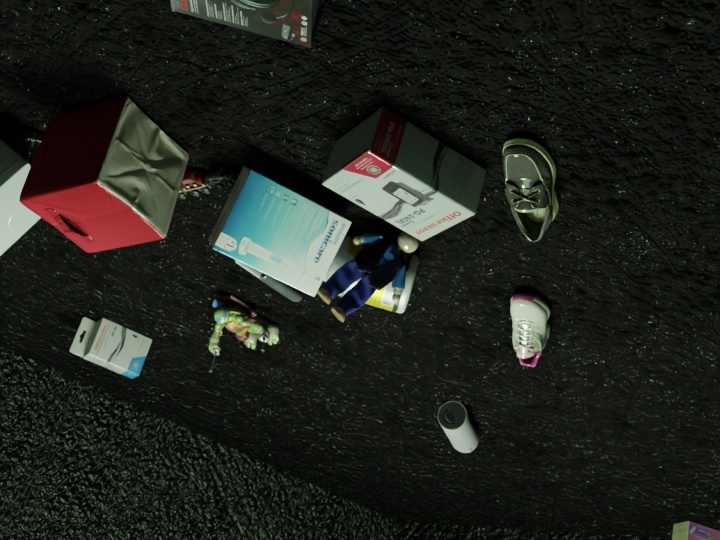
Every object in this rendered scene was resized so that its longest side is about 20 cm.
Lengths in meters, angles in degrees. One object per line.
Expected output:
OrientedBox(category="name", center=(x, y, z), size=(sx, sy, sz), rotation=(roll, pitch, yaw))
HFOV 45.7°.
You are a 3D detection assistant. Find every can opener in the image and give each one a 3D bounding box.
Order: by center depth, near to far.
OrientedBox(category="can opener", center=(-0.177, 0.000, 1.754), size=(0.066, 0.054, 0.199), rotation=(-7, 147, 42))

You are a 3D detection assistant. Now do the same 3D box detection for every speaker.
OrientedBox(category="speaker", center=(0.267, 0.428, 2.327), size=(0.080, 0.082, 0.201), rotation=(5, 152, 22))

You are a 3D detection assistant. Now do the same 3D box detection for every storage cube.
OrientedBox(category="storage cube", center=(-0.418, -0.157, 1.417), size=(0.178, 0.202, 0.171), rotation=(-7, 146, 29))

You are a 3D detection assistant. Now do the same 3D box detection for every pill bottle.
OrientedBox(category="pill bottle", center=(0.000, 0.000, 1.575), size=(0.197, 0.113, 0.112), rotation=(17, 155, 1))

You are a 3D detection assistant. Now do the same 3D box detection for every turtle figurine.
OrientedBox(category="turtle figurine", center=(-0.279, 0.170, 2.025), size=(0.201, 0.144, 0.193), rotation=(52, -168, 26))

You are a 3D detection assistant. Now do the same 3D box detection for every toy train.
OrientedBox(category="toy train", center=(-0.295, -0.157, 1.525), size=(0.198, 0.034, 0.046), rotation=(-6, 144, 39))

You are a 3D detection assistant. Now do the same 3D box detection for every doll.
OrientedBox(category="doll", center=(0.024, 0.003, 1.495), size=(0.137, 0.200, 0.048), rotation=(50, 171, -4))

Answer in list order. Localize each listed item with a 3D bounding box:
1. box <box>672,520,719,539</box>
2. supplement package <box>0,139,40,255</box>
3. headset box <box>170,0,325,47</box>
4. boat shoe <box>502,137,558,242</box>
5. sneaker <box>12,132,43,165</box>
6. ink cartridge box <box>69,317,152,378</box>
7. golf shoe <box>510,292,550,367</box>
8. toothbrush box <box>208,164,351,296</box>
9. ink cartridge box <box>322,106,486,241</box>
OrientedBox(category="box", center=(1.078, 0.916, 2.690), size=(0.174, 0.202, 0.097), rotation=(19, 156, -4))
OrientedBox(category="supplement package", center=(-0.695, -0.161, 1.546), size=(0.199, 0.151, 0.152), rotation=(37, 160, 15))
OrientedBox(category="headset box", center=(-0.139, -0.353, 0.975), size=(0.197, 0.078, 0.149), rotation=(15, 155, 0))
OrientedBox(category="boat shoe", center=(0.248, -0.112, 1.244), size=(0.071, 0.067, 0.201), rotation=(5, 153, 24))
OrientedBox(category="sneaker", center=(-0.562, -0.183, 1.591), size=(0.079, 0.075, 0.199), rotation=(-7, 146, 44))
OrientedBox(category="ink cartridge box", center=(-0.715, 0.216, 2.453), size=(0.198, 0.117, 0.068), rotation=(28, 152, -25))
OrientedBox(category="golf shoe", center=(0.324, 0.115, 1.638), size=(0.074, 0.093, 0.201), rotation=(6, 152, 24))
OrientedBox(category="toothbrush box", center=(-0.138, -0.067, 1.459), size=(0.198, 0.148, 0.085), rotation=(25, -175, -19))
OrientedBox(category="ink cartridge box", center=(0.066, -0.139, 1.280), size=(0.198, 0.084, 0.145), rotation=(28, 153, -22))
